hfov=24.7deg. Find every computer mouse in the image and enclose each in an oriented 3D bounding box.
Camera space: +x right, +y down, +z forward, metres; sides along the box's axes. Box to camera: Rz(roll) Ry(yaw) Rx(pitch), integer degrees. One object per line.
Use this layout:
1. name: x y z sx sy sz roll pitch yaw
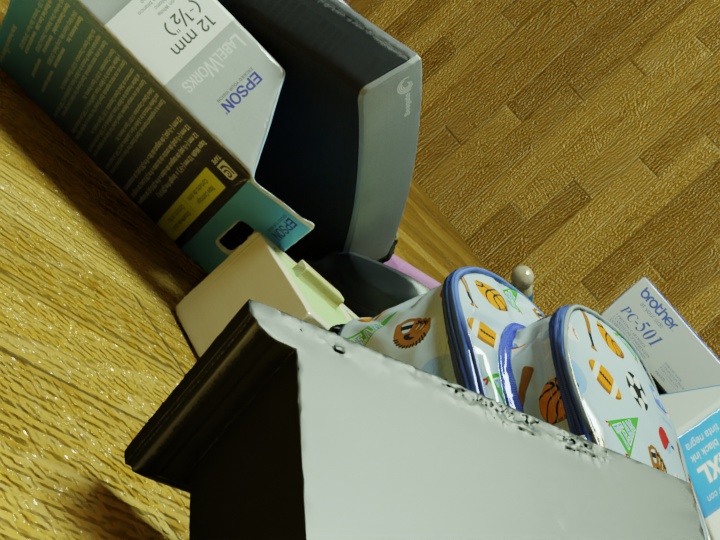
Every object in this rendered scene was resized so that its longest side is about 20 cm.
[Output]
1. computer mouse: -0.036 0.004 0.981 0.199 0.034 0.059 20 -21 26

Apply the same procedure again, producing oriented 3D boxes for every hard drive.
1. hard drive: -0.032 -0.083 0.937 0.135 0.042 0.200 36 -27 15

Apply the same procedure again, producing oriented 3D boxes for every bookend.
1. bookend: 0.028 0.140 0.540 0.198 0.092 0.201 23 37 -26

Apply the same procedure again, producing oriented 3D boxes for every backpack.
1. backpack: 0.069 0.093 0.782 0.200 0.154 0.191 37 25 -61

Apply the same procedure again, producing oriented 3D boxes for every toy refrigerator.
1. toy refrigerator: -0.006 0.067 0.905 0.200 0.070 0.076 42 10 -42

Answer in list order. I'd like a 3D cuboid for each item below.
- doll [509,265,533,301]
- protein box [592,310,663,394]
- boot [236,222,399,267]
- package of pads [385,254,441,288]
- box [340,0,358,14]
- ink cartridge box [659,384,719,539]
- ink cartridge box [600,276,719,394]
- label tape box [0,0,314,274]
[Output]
1. doll: 0.085 0.059 1.140 0.048 0.137 0.200 23 6 23
2. protein box: 0.190 0.155 1.197 0.199 0.135 0.200 48 7 -1
3. boot: 0.000 0.000 1.088 0.138 0.078 0.200 -1 46 -48
4. package of pads: 0.058 0.053 1.301 0.120 0.076 0.200 36 1 22
5. box: -0.079 -0.178 1.125 0.200 0.036 0.143 44 -30 -19
6. ink cartridge box: 0.181 0.174 0.907 0.146 0.084 0.201 -18 -84 53
7. ink cartridge box: 0.248 0.097 1.122 0.200 0.044 0.094 50 6 16
8. label tape box: -0.104 -0.092 0.906 0.200 0.066 0.143 44 -25 -5
